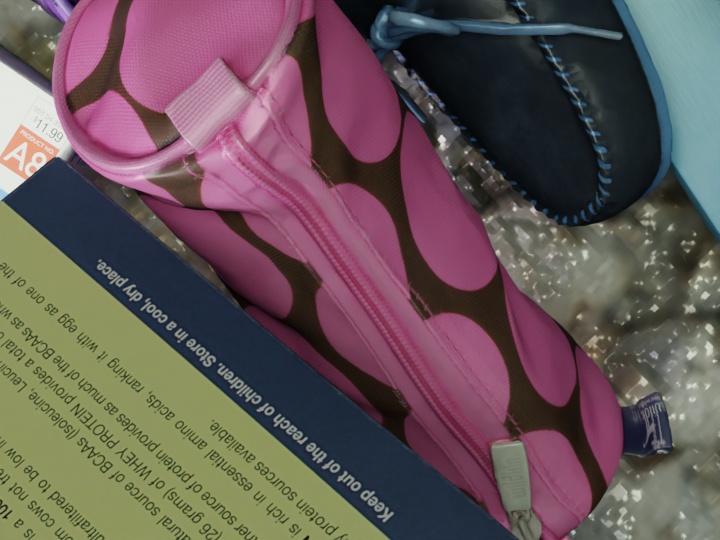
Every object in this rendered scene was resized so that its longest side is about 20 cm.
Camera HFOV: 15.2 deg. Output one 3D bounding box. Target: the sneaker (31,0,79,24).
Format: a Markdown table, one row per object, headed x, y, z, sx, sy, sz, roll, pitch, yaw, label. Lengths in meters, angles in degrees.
| x | y | z | sx | sy | sz | roll | pitch | yaw | label |
| --- | --- | --- | --- | --- | --- | --- | --- | --- | --- |
| -0.086 | -0.112 | 0.801 | 0.199 | 0.083 | 0.081 | 33 | 93 | 9 | sneaker |

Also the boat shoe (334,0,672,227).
| x | y | z | sx | sy | sz | roll | pitch | yaw | label |
| --- | --- | --- | --- | --- | --- | --- | --- | --- | --- |
| 0.004 | -0.089 | 0.754 | 0.068 | 0.084 | 0.200 | -30 | 74 | -39 | boat shoe |

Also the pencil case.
| x | y | z | sx | sy | sz | roll | pitch | yaw | label |
| --- | --- | --- | --- | --- | --- | --- | --- | --- | --- |
| 0.000 | 0.000 | 0.724 | 0.090 | 0.094 | 0.200 | -28 | 127 | 16 | pencil case |

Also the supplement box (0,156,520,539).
| x | y | z | sx | sy | sz | roll | pitch | yaw | label |
| --- | --- | --- | --- | --- | --- | --- | --- | --- | --- |
| -0.073 | 0.119 | 0.658 | 0.200 | 0.135 | 0.200 | -41 | 50 | -15 | supplement box |

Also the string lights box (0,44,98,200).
| x | y | z | sx | sy | sz | roll | pitch | yaw | label |
| --- | --- | --- | --- | --- | --- | --- | --- | --- | --- |
| -0.169 | 0.012 | 0.819 | 0.102 | 0.059 | 0.201 | 33 | 93 | 5 | string lights box |

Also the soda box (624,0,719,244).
| x | y | z | sx | sy | sz | roll | pitch | yaw | label |
| --- | --- | --- | --- | --- | --- | --- | --- | --- | --- |
| 0.100 | -0.074 | 0.783 | 0.068 | 0.064 | 0.201 | -34 | 84 | 6 | soda box |
